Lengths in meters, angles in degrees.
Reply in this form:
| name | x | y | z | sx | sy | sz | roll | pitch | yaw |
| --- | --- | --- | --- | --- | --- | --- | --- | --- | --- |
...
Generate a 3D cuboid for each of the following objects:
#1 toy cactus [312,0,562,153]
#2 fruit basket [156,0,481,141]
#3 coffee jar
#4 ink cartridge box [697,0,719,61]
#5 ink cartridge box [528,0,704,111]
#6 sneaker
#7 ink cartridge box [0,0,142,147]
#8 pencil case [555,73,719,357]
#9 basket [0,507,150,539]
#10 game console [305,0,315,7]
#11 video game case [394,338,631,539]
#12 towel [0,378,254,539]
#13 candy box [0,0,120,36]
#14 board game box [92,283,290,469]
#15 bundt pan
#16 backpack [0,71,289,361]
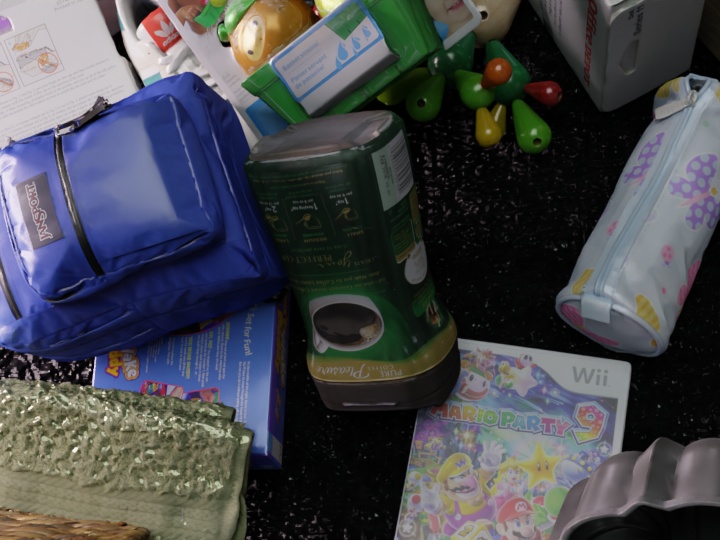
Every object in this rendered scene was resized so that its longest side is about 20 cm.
| name | x | y | z | sx | sy | sz | roll | pitch | yaw |
| --- | --- | --- | --- | --- | --- | --- | --- | --- | --- |
| toy cactus | 0.077 | -0.179 | 0.895 | 0.200 | 0.102 | 0.165 | 31 | 56 | 7 |
| fruit basket | -0.046 | -0.197 | 0.801 | 0.185 | 0.094 | 0.200 | -33 | 101 | 20 |
| coffee jar | 0.000 | 0.000 | 0.782 | 0.104 | 0.200 | 0.085 | -4 | 25 | 26 |
| ink cartridge box | 0.280 | -0.228 | 0.847 | 0.075 | 0.165 | 0.200 | -33 | 67 | -5 |
| ink cartridge box | 0.171 | -0.242 | 0.882 | 0.083 | 0.147 | 0.200 | -25 | 67 | -2 |
| sneaker | -0.131 | -0.147 | 0.887 | 0.070 | 0.093 | 0.200 | -35 | 58 | -5 |
| ink cartridge box | -0.274 | -0.126 | 0.925 | 0.200 | 0.045 | 0.176 | -22 | 93 | -1 |
| pencil case | 0.211 | -0.039 | 0.822 | 0.083 | 0.091 | 0.200 | 24 | 74 | 17 |
| basket | -0.245 | 0.236 | 0.734 | 0.200 | 0.143 | 0.149 | 5 | 94 | 10 |
| game console | -0.063 | -0.326 | 0.975 | 0.116 | 0.176 | 0.200 | -19 | 62 | 33 |
| video game case | 0.102 | 0.149 | 0.802 | 0.143 | 0.018 | 0.200 | 7 | 69 | 13 |
| towel | -0.172 | 0.151 | 0.802 | 0.200 | 0.036 | 0.149 | 9 | 102 | 11 |
| candy box | -0.323 | -0.247 | 1.006 | 0.168 | 0.072 | 0.200 | -37 | 67 | -6 |
| board game box | -0.122 | 0.045 | 0.867 | 0.134 | 0.045 | 0.200 | -2 | 68 | 9 |
| bundt pan | 0.204 | 0.173 | 0.691 | 0.201 | 0.202 | 0.076 | 8 | 41 | 12 |
| backpack | -0.175 | -0.034 | 0.787 | 0.200 | 0.168 | 0.163 | -20 | 76 | 9 |
